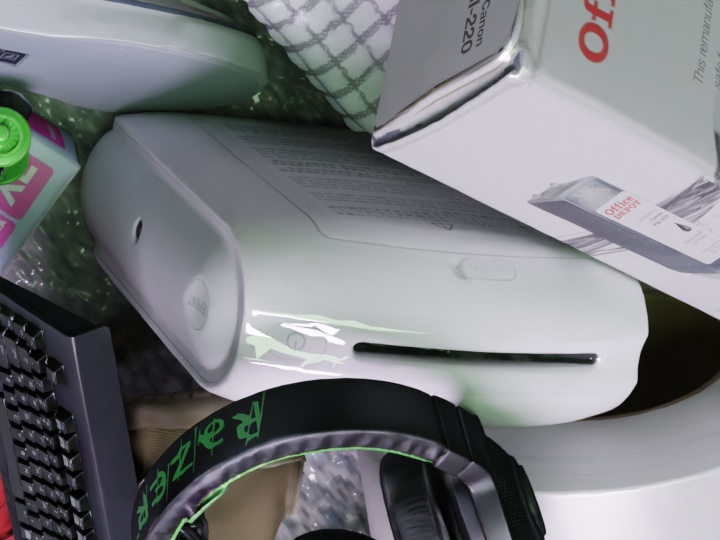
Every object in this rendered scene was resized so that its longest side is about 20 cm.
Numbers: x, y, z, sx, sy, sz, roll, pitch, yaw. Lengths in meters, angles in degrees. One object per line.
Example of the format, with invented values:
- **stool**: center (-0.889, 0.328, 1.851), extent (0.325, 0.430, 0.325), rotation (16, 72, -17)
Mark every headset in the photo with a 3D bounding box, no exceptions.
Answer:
- **headset**: center (0.017, 0.112, 0.721), extent (0.199, 0.094, 0.123), rotation (30, 120, -34)

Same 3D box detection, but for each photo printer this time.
- **photo printer**: center (0.000, 0.000, 0.801), extent (0.165, 0.200, 0.070), rotation (4, 106, -24)

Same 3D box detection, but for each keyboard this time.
- **keyboard**: center (-0.091, 0.102, 0.791), extent (0.021, 0.127, 0.201), rotation (-34, 132, -36)

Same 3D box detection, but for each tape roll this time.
- **tape roll**: center (0.102, 0.093, 0.876), extent (0.201, 0.203, 0.140), rotation (-12, 116, -8)

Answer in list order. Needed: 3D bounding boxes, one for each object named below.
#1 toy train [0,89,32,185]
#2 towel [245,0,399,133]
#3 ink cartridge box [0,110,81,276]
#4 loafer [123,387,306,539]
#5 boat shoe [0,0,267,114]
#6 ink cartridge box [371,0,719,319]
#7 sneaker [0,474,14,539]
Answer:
- **toy train**: center (-0.180, 0.017, 0.786), extent (0.056, 0.042, 0.201), rotation (26, 76, -4)
- **towel**: center (0.024, -0.171, 0.812), extent (0.200, 0.086, 0.166), rotation (-42, 117, 4)
- **ink cartridge box**: center (-0.219, -0.050, 0.827), extent (0.199, 0.042, 0.120), rotation (34, 101, -22)
- **loafer**: center (-0.058, 0.090, 0.843), extent (0.075, 0.200, 0.068), rotation (-8, 75, -13)
- **boat shoe**: center (-0.120, -0.106, 0.809), extent (0.199, 0.073, 0.066), rotation (11, 70, -37)
- **ink cartridge box**: center (0.113, -0.075, 0.748), extent (0.199, 0.085, 0.147), rotation (26, 61, -28)
- **sneaker**: center (-0.144, 0.141, 0.907), extent (0.112, 0.071, 0.201), rotation (15, 116, -15)
